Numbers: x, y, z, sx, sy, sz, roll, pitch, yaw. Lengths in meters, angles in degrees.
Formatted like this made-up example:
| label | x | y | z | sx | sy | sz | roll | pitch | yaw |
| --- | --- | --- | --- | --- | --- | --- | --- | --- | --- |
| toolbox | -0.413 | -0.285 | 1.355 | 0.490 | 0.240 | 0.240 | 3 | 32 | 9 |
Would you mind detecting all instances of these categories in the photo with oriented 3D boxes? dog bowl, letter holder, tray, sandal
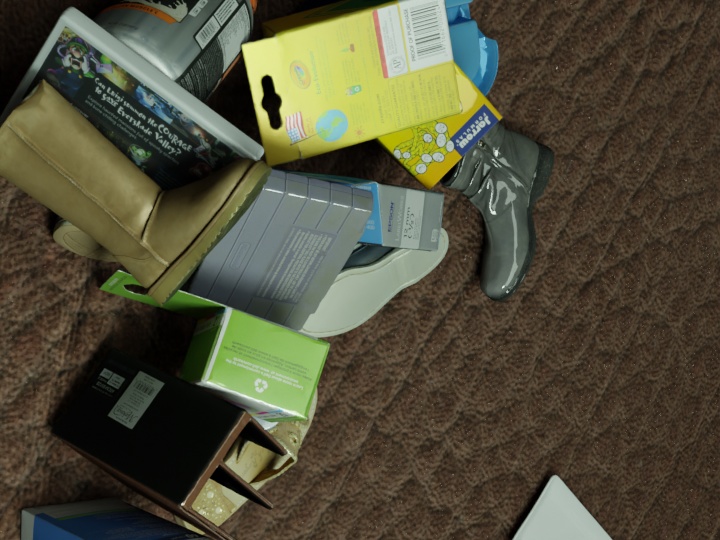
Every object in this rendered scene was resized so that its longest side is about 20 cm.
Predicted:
| label | x | y | z | sx | sy | sz | roll | pitch | yaw |
| --- | --- | --- | --- | --- | --- | --- | --- | --- | --- |
| dog bowl | 0.086 | -0.273 | 1.682 | 0.111 | 0.050 | 0.200 | -20 | 109 | -36 |
| letter holder | -0.157 | 0.172 | 1.436 | 0.101 | 0.200 | 0.142 | -56 | 134 | -15 |
| tray | 0.254 | 0.346 | 1.927 | 0.107 | 0.022 | 0.200 | -54 | 125 | -19 |
| sandal | -0.094 | 0.191 | 1.586 | 0.212 | 0.070 | 0.078 | -46 | 122 | -25 |

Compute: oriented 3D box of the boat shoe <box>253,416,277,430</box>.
| label | x | y | z | sx | sy | sz | roll | pitch | yaw |
| --- | --- | --- | --- | --- | --- | --- | --- | --- | --- |
| boat shoe | -0.113 | 0.062 | 1.556 | 0.074 | 0.065 | 0.200 | 2 | 82 | -13 |

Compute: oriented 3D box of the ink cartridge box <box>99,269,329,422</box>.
| label | x | y | z | sx | sy | sz | roll | pitch | yaw |
| --- | --- | --- | --- | --- | --- | --- | --- | --- | --- |
| ink cartridge box | -0.146 | 0.072 | 1.432 | 0.200 | 0.148 | 0.076 | 20 | 79 | -13 |

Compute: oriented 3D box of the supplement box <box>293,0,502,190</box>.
| label | x | y | z | sx | sy | sz | roll | pitch | yaw |
| --- | --- | --- | --- | --- | --- | --- | --- | --- | --- |
| supplement box | 0.028 | -0.196 | 1.573 | 0.109 | 0.110 | 0.200 | -45 | 118 | 3 |

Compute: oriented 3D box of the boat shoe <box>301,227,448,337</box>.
| label | x | y | z | sx | sy | sz | roll | pitch | yaw |
| --- | --- | --- | --- | --- | --- | --- | --- | --- | --- |
| boat shoe | 0.000 | 0.000 | 1.640 | 0.200 | 0.062 | 0.075 | -35 | 133 | -21 |

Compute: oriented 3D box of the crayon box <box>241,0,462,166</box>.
| label | x | y | z | sx | sy | sz | roll | pitch | yaw |
| --- | --- | --- | --- | --- | --- | --- | --- | --- | --- |
| crayon box | -0.012 | -0.186 | 1.471 | 0.200 | 0.051 | 0.127 | -17 | 115 | -14 |

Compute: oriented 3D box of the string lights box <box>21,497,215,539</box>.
| label | x | y | z | sx | sy | sz | roll | pitch | yaw |
| --- | --- | --- | --- | --- | --- | --- | --- | --- | --- |
| string lights box | -0.215 | 0.257 | 1.412 | 0.103 | 0.200 | 0.059 | -1 | 97 | -39 |

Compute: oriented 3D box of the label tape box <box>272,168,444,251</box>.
| label | x | y | z | sx | sy | sz | roll | pitch | yaw |
| --- | --- | --- | --- | --- | --- | --- | --- | --- | --- |
| label tape box | -0.024 | -0.059 | 1.518 | 0.200 | 0.143 | 0.066 | 0 | 97 | -64 |

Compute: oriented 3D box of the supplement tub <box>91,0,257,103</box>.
| label | x | y | z | sx | sy | sz | roll | pitch | yaw |
| --- | --- | --- | --- | --- | --- | --- | --- | --- | --- |
| supplement tub | -0.173 | -0.206 | 1.401 | 0.123 | 0.122 | 0.200 | 62 | 34 | -27 |

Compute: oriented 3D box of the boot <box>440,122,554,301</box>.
| label | x | y | z | sx | sy | sz | roll | pitch | yaw |
| --- | --- | --- | --- | --- | --- | --- | --- | --- | --- |
| boot | 0.136 | -0.076 | 1.749 | 0.132 | 0.070 | 0.200 | 25 | 70 | -36 |

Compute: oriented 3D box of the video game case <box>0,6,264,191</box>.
| label | x | y | z | sx | sy | sz | roll | pitch | yaw |
| --- | --- | --- | --- | --- | --- | --- | --- | --- | --- |
| video game case | -0.207 | -0.105 | 1.345 | 0.200 | 0.182 | 0.023 | 37 | 41 | -7 |

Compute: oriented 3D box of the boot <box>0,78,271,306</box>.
| label | x | y | z | sx | sy | sz | roll | pitch | yaw |
| --- | --- | --- | --- | --- | --- | --- | --- | --- | --- |
| boot | -0.197 | -0.085 | 1.298 | 0.200 | 0.175 | 0.066 | 42 | 27 | -3 |

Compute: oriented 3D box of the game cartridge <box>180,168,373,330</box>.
| label | x | y | z | sx | sy | sz | roll | pitch | yaw |
| --- | --- | --- | --- | --- | --- | --- | --- | --- | --- |
| game cartridge | -0.078 | -0.019 | 1.443 | 0.130 | 0.200 | 0.038 | 8 | 53 | -20 |

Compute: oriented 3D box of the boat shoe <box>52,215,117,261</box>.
| label | x | y | z | sx | sy | sz | roll | pitch | yaw |
| --- | --- | --- | --- | --- | --- | --- | --- | --- | --- |
| boat shoe | -0.194 | -0.045 | 1.477 | 0.200 | 0.072 | 0.065 | 4 | 69 | -28 |
